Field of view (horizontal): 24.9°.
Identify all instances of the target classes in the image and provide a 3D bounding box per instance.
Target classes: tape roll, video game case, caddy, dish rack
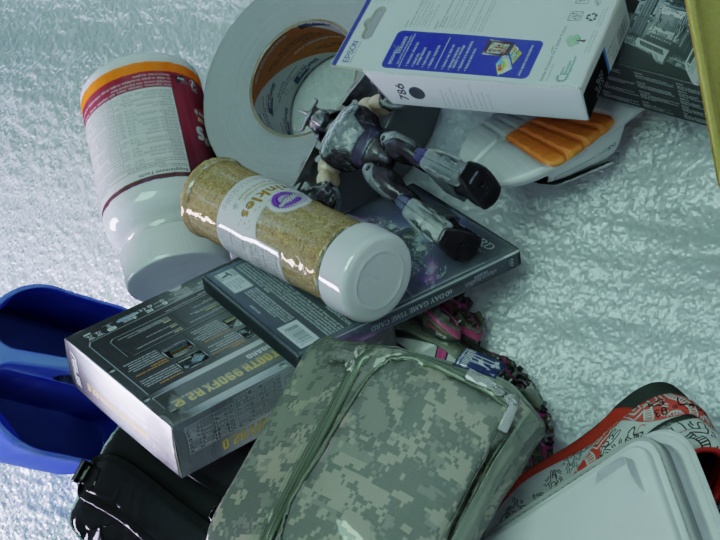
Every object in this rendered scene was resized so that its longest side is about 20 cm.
[{"bbox_3d":[-0.032,-0.150,1.374,0.200,0.066,0.201,-10,68,26],"label":"tape roll"},{"bbox_3d":[0.000,0.000,1.240,0.200,0.019,0.143,-24,36,-25],"label":"video game case"},{"bbox_3d":[-0.242,0.092,1.341,0.105,0.200,0.142,-19,62,42],"label":"caddy"},{"bbox_3d":[0.142,0.207,1.037,0.200,0.044,0.172,-39,46,29],"label":"dish rack"}]

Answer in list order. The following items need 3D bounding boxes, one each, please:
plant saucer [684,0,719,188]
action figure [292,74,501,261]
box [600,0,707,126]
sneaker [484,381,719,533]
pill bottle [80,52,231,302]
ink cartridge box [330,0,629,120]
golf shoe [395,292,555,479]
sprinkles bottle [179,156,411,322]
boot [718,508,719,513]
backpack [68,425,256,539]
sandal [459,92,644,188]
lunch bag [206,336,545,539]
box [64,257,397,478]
[{"bbox_3d":[0.309,-0.142,1.118,0.200,0.048,0.200,-3,77,-18],"label":"plant saucer"},{"bbox_3d":[0.018,-0.087,1.244,0.200,0.069,0.130,34,102,38],"label":"action figure"},{"bbox_3d":[0.224,-0.198,1.222,0.200,0.050,0.158,22,65,34],"label":"box"},{"bbox_3d":[0.164,0.167,1.112,0.201,0.067,0.108,-42,24,3],"label":"sneaker"},{"bbox_3d":[-0.173,-0.079,1.404,0.109,0.110,0.200,-26,62,20],"label":"pill bottle"},{"bbox_3d":[0.087,-0.164,1.193,0.200,0.039,0.100,10,56,27],"label":"ink cartridge box"},{"bbox_3d":[0.074,0.093,1.229,0.092,0.073,0.200,-53,47,22],"label":"golf shoe"},{"bbox_3d":[-0.052,-0.026,1.212,0.200,0.068,0.068,26,87,43],"label":"sprinkles bottle"},{"bbox_3d":[0.330,0.155,1.057,0.200,0.070,0.132,-47,63,14],"label":"boot"},{"bbox_3d":[-0.102,0.181,1.242,0.200,0.151,0.178,23,80,47],"label":"backpack"},{"bbox_3d":[0.176,-0.110,1.246,0.206,0.059,0.079,-30,47,-6],"label":"sandal"},{"bbox_3d":[0.019,0.150,1.094,0.168,0.139,0.200,10,62,47],"label":"lunch bag"},{"bbox_3d":[-0.097,0.060,1.229,0.200,0.048,0.158,-27,37,-28],"label":"box"}]
